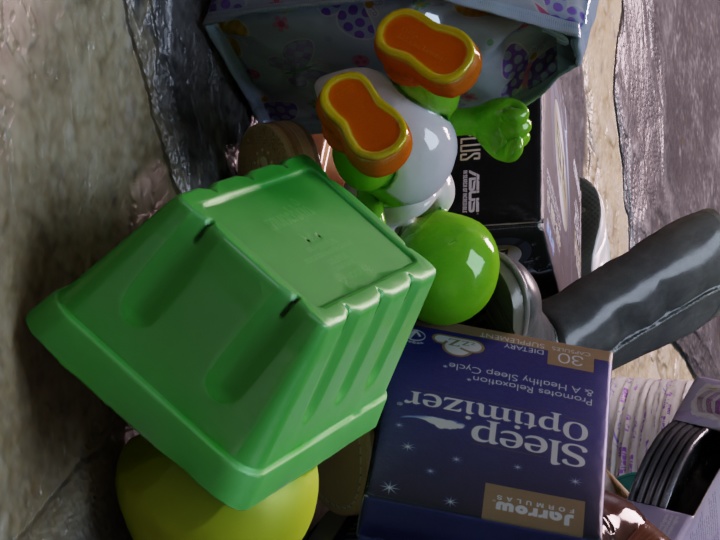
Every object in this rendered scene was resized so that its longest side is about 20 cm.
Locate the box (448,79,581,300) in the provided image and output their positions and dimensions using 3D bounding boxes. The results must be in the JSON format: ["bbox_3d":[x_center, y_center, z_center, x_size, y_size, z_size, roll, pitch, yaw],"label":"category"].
[{"bbox_3d":[0.086,-0.037,1.621,0.200,0.086,0.164,72,18,-54],"label":"box"}]

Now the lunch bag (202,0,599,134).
[{"bbox_3d":[0.035,-0.175,1.392,0.127,0.199,0.170,63,32,-49],"label":"lunch bag"}]

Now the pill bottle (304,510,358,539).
[{"bbox_3d":[0.013,0.188,1.409,0.200,0.119,0.120,-51,135,-60],"label":"pill bottle"}]

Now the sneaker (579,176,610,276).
[{"bbox_3d":[0.157,0.035,1.888,0.080,0.070,0.201,58,35,-58],"label":"sneaker"}]

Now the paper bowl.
[{"bbox_3d":[0.192,0.178,1.895,0.201,0.104,0.202,3,90,-78],"label":"paper bowl"}]

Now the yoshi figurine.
[{"bbox_3d":[0.035,-0.038,1.346,0.200,0.112,0.112,83,4,-63],"label":"yoshi figurine"}]

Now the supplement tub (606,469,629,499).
[{"bbox_3d":[0.104,0.175,1.623,0.200,0.144,0.145,44,48,-61],"label":"supplement tub"}]

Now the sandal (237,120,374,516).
[{"bbox_3d":[-0.051,0.030,1.363,0.069,0.077,0.213,-9,90,-38],"label":"sandal"}]

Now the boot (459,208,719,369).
[{"bbox_3d":[0.137,0.016,1.508,0.073,0.199,0.182,59,-23,23],"label":"boot"}]

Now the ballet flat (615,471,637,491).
[{"bbox_3d":[0.144,0.225,1.767,0.201,0.072,0.072,-51,144,-17],"label":"ballet flat"}]

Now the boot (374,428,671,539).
[{"bbox_3d":[0.049,0.116,1.367,0.064,0.200,0.186,-58,160,22],"label":"boot"}]

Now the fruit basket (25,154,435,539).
[{"bbox_3d":[-0.069,0.063,1.231,0.216,0.155,0.216,-47,170,-11],"label":"fruit basket"}]

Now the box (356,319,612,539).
[{"bbox_3d":[0.065,0.096,1.325,0.200,0.120,0.033,-79,179,-56],"label":"box"}]

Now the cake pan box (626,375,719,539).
[{"bbox_3d":[0.201,0.192,1.607,0.184,0.052,0.201,-55,147,-45],"label":"cake pan box"}]

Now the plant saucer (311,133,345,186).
[{"bbox_3d":[0.000,0.000,1.492,0.200,0.032,0.201,-4,90,-75],"label":"plant saucer"}]
